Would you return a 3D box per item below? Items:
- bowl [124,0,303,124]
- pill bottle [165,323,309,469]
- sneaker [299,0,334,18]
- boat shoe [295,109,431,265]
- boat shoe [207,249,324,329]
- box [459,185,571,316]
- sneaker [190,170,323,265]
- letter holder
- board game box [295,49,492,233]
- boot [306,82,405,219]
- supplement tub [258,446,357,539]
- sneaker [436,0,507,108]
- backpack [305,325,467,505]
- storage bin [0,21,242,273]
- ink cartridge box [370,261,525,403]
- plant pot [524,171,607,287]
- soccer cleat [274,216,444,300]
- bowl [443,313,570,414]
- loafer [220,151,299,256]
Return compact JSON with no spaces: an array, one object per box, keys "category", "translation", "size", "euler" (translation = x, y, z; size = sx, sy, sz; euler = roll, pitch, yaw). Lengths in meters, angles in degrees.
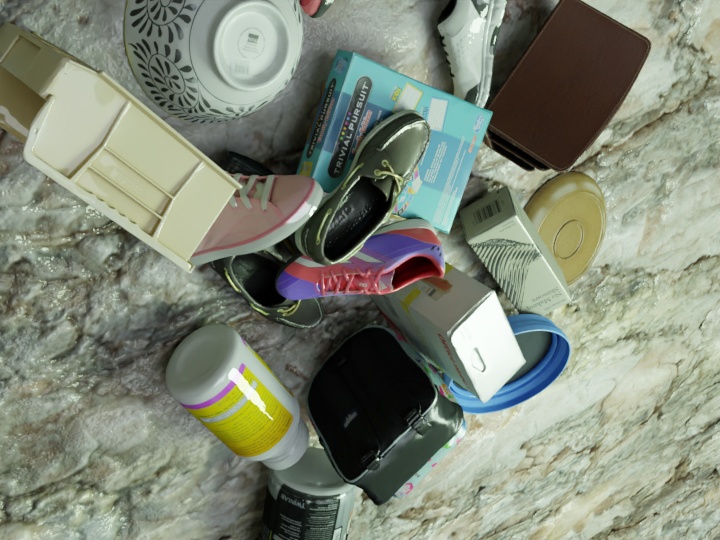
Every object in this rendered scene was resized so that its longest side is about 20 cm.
[{"category":"bowl","translation":[-0.129,-0.236,0.899],"size":[0.198,0.094,0.204],"euler":[-16,120,-29]},{"category":"pill bottle","translation":[-0.141,0.162,1.079],"size":[0.104,0.104,0.201],"euler":[-44,130,-10]},{"category":"sneaker","translation":[-0.065,-0.365,0.911],"size":[0.085,0.074,0.204],"euler":[-6,109,-23]},{"category":"boat shoe","translation":[0.013,-0.088,0.962],"size":[0.202,0.060,0.072],"euler":[-49,121,-5]},{"category":"boat shoe","translation":[-0.106,0.022,1.064],"size":[0.072,0.060,0.201],"euler":[-51,131,0]},{"category":"box","translation":[0.221,-0.020,1.259],"size":[0.081,0.069,0.200],"euler":[-28,129,18]},{"category":"sneaker","translation":[-0.143,-0.074,0.928],"size":[0.198,0.076,0.105],"euler":[-16,129,25]},{"category":"letter holder","translation":[0.269,-0.224,1.149],"size":[0.201,0.141,0.101],"euler":[-55,162,-1]},{"category":"board game box","translation":[0.040,-0.144,1.021],"size":[0.198,0.047,0.153],"euler":[16,99,-30]},{"category":"boot","translation":[0.025,-0.145,1.074],"size":[0.199,0.071,0.146],"euler":[8,107,-34]},{"category":"supplement tub","translation":[-0.076,0.355,1.210],"size":[0.121,0.122,0.203],"euler":[-4,115,-35]},{"category":"sneaker","translation":[0.128,-0.278,1.097],"size":[0.078,0.074,0.203],"euler":[2,119,-6]},{"category":"backpack","translation":[0.029,0.179,1.150],"size":[0.178,0.200,0.150],"euler":[-45,135,3]},{"category":"storage bin","translation":[-0.238,-0.117,0.805],"size":[0.094,0.199,0.198],"euler":[-53,131,-3]},{"category":"ink cartridge box","translation":[0.104,0.059,1.145],"size":[0.083,0.199,0.146],"euler":[-41,130,-12]},{"category":"plant pot","translation":[0.312,-0.050,1.362],"size":[0.198,0.027,0.203],"euler":[-17,121,-29]},{"category":"soccer cleat","translation":[0.000,0.000,1.013],"size":[0.197,0.074,0.069],"euler":[-17,138,-6]},{"category":"bowl","translation":[0.216,0.140,1.327],"size":[0.197,0.040,0.202],"euler":[-13,140,-11]},{"category":"loafer","translation":[-0.095,-0.062,1.027],"size":[0.073,0.073,0.200],"euler":[-50,130,1]}]
